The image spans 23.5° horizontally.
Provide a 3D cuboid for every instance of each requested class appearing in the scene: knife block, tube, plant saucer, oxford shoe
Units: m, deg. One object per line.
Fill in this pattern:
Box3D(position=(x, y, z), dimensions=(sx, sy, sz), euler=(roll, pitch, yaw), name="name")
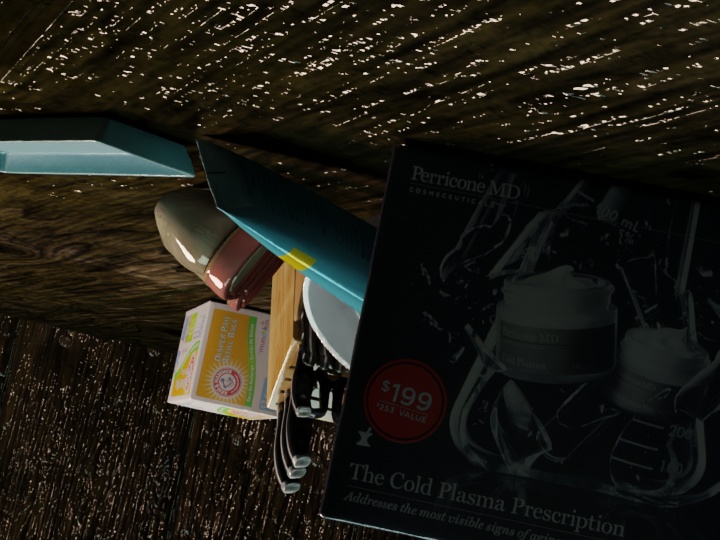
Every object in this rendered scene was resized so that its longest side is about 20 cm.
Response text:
Box3D(position=(-0.028, 0.065, 1.173), dimensions=(0.064, 0.176, 0.200), euler=(14, 173, -12), name="knife block")
Box3D(position=(-0.003, -0.005, 0.932), dimensions=(0.200, 0.050, 0.077), euler=(32, -167, -28), name="tube")
Box3D(position=(-0.180, -0.072, 0.996), dimensions=(0.070, 0.019, 0.200), euler=(18, 169, -42), name="plant saucer")
Box3D(position=(-0.086, -0.024, 1.109), dimensions=(0.075, 0.071, 0.200), euler=(38, 176, 4), name="oxford shoe")

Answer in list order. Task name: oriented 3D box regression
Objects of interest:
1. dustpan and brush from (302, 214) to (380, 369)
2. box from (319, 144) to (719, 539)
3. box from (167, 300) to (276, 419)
Box3D(position=(0.000, 0.000, 1.010), dimensions=(0.200, 0.057, 0.140), euler=(41, 129, -13), name="dustpan and brush")
Box3D(position=(0.096, 0.051, 0.846), dimensions=(0.199, 0.183, 0.104), euler=(11, 172, 5), name="box")
Box3D(position=(-0.143, 0.102, 1.908), dimensions=(0.101, 0.113, 0.200), euler=(13, 172, -12), name="box")
